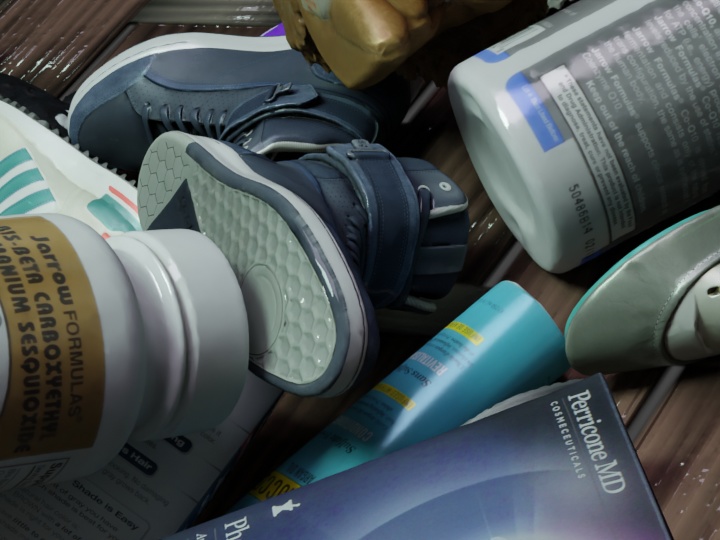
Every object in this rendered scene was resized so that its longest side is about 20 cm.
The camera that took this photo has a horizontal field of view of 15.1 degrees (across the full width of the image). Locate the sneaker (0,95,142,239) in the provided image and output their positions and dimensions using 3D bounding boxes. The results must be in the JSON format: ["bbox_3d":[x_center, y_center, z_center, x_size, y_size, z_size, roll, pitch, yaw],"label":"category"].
[{"bbox_3d":[-0.180,-0.022,1.430,0.093,0.070,0.199,-43,49,-20],"label":"sneaker"}]

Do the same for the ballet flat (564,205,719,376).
[{"bbox_3d":[0.184,-0.004,1.206,0.200,0.068,0.064,-31,45,-11],"label":"ballet flat"}]

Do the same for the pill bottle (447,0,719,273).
[{"bbox_3d":[0.153,-0.091,1.302,0.199,0.114,0.114,-27,33,-7],"label":"pill bottle"}]

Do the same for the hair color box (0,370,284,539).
[{"bbox_3d":[-0.125,0.098,1.209,0.100,0.061,0.200,35,53,3],"label":"hair color box"}]

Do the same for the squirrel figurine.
[{"bbox_3d":[0.055,-0.165,1.355,0.186,0.142,0.200,-17,-12,-16],"label":"squirrel figurine"}]

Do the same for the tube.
[{"bbox_3d":[0.005,0.083,1.212,0.200,0.050,0.077,-38,20,-15],"label":"tube"}]

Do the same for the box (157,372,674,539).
[{"bbox_3d":[0.037,0.165,1.004,0.198,0.124,0.200,-20,34,2],"label":"box"}]

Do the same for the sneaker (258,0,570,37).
[{"bbox_3d":[0.018,-0.168,1.500,0.199,0.100,0.070,-23,31,-1],"label":"sneaker"}]

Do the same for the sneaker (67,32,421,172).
[{"bbox_3d":[-0.078,-0.063,1.432,0.201,0.077,0.146,-8,33,19],"label":"sneaker"}]

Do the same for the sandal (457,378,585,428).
[{"bbox_3d":[0.028,0.118,1.137,0.200,0.075,0.048,-34,59,-3],"label":"sandal"}]

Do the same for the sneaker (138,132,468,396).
[{"bbox_3d":[0.000,-0.002,1.233,0.146,0.077,0.202,9,22,-30],"label":"sneaker"}]

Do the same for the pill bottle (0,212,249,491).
[{"bbox_3d":[-0.151,0.034,1.126,0.199,0.115,0.114,-6,20,-36],"label":"pill bottle"}]

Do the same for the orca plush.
[{"bbox_3d":[-0.215,-0.107,1.580,0.105,0.071,0.200,-24,33,-2],"label":"orca plush"}]
